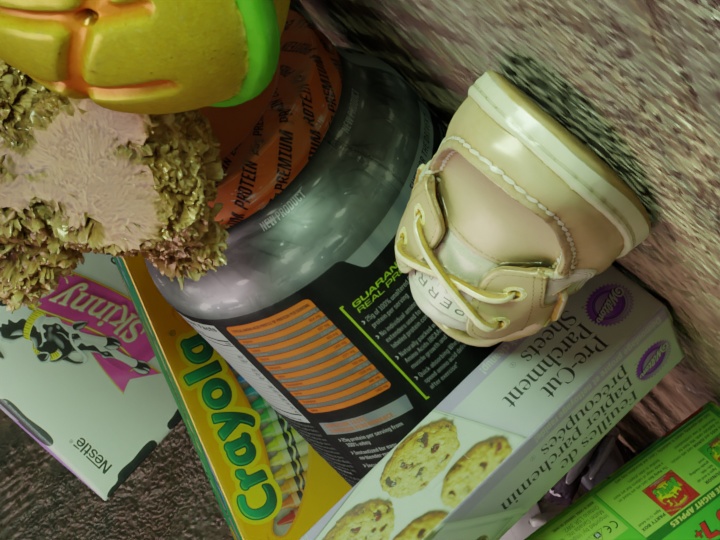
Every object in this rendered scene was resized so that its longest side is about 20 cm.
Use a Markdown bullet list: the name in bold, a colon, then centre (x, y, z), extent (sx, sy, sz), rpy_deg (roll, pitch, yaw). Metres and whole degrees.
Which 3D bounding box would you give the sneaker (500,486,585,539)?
- **sneaker**: centre (0.091, 0.108, 1.374), extent (0.099, 0.075, 0.201), rpy_deg (2, 111, 60)

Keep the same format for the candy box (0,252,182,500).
- **candy box**: centre (-0.112, -0.027, 1.314), extent (0.168, 0.200, 0.072), rpy_deg (45, 175, -22)

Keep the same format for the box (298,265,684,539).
- **box**: centre (0.032, 0.079, 1.044), extent (0.041, 0.200, 0.039), rpy_deg (41, 169, 35)

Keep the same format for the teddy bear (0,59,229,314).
- **teddy bear**: centre (-0.133, -0.047, 1.014), extent (0.199, 0.067, 0.146), rpy_deg (-15, 110, 36)

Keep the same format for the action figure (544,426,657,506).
- **action figure**: centre (0.092, 0.070, 1.265), extent (0.200, 0.069, 0.130), rpy_deg (52, -175, -29)

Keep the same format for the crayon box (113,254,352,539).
- **crayon box**: centre (-0.023, 0.039, 1.253), extent (0.201, 0.118, 0.058), rpy_deg (68, 172, -18)

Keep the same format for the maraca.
- **maraca**: centre (-0.095, -0.130, 0.878), extent (0.200, 0.107, 0.137), rpy_deg (52, 153, -15)

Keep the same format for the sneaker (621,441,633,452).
- **sneaker**: centre (0.164, 0.170, 1.469), extent (0.200, 0.079, 0.089), rpy_deg (48, 176, -37)

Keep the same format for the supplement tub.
- **supplement tub**: centre (0.000, 0.000, 1.102), extent (0.200, 0.123, 0.122), rpy_deg (48, 173, -35)

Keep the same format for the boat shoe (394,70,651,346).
- **boat shoe**: centre (0.047, -0.009, 0.956), extent (0.074, 0.069, 0.200), rpy_deg (42, 175, 10)

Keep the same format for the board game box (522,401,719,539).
- **board game box**: centre (0.095, 0.142, 1.078), extent (0.102, 0.200, 0.048), rpy_deg (41, 149, 29)
